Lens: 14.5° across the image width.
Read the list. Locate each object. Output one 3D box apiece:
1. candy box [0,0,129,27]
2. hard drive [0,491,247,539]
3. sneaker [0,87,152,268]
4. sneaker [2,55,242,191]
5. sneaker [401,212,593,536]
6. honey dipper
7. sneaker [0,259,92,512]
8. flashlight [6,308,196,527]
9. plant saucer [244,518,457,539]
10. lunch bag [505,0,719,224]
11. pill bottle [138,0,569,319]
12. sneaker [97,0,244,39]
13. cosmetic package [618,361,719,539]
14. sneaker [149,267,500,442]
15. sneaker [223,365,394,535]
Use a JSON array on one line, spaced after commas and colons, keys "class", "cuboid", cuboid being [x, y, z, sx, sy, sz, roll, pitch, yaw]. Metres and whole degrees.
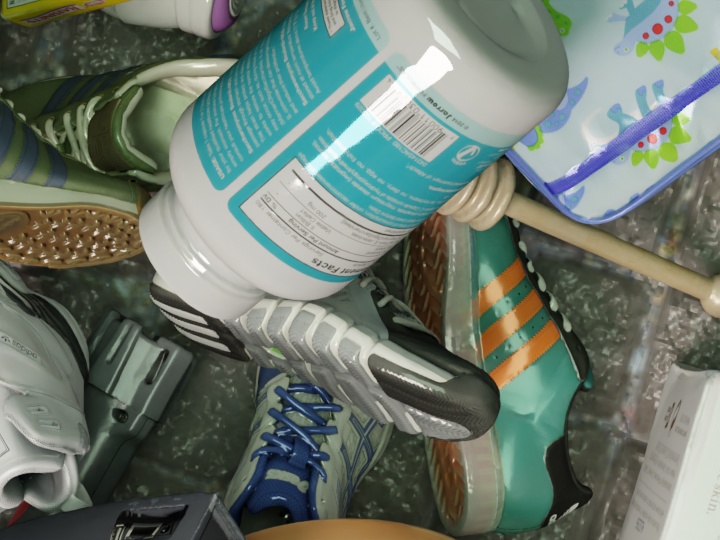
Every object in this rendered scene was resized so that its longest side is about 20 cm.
[{"class": "candy box", "cuboid": [-0.130, -0.225, 1.386, 0.102, 0.026, 0.201, -11, 73, 35]}, {"class": "hard drive", "cuboid": [-0.116, 0.175, 1.308, 0.199, 0.042, 0.135, -16, 114, 38]}, {"class": "sneaker", "cuboid": [-0.170, -0.058, 1.290, 0.067, 0.200, 0.090, -26, 70, 33]}, {"class": "sneaker", "cuboid": [-0.125, -0.068, 1.392, 0.199, 0.090, 0.067, -13, 92, 1]}, {"class": "sneaker", "cuboid": [0.071, 0.031, 1.417, 0.080, 0.071, 0.201, -3, 84, -19]}, {"class": "honey dipper", "cuboid": [0.109, -0.016, 1.392, 0.199, 0.038, 0.038, 24, 90, -26]}, {"class": "sneaker", "cuboid": [-0.192, 0.041, 1.303, 0.075, 0.115, 0.200, -37, 134, 18]}, {"class": "flashlight", "cuboid": [-0.157, 0.116, 1.418, 0.068, 0.068, 0.201, 28, 85, 4]}, {"class": "plant saucer", "cuboid": [-0.013, 0.196, 1.366, 0.199, 0.032, 0.201, -3, 133, -3]}, {"class": "lunch bag", "cuboid": [0.136, -0.129, 1.324, 0.200, 0.083, 0.161, -34, 109, 17]}, {"class": "pill bottle", "cuboid": [-0.010, -0.062, 1.274, 0.200, 0.111, 0.111, -39, 90, 28]}, {"class": "sneaker", "cuboid": [-0.097, -0.218, 1.408, 0.099, 0.075, 0.201, 6, 84, 13]}, {"class": "cosmetic package", "cuboid": [0.228, 0.151, 1.361, 0.199, 0.167, 0.167, 17, 90, -1]}, {"class": "sneaker", "cuboid": [0.000, 0.000, 1.360, 0.199, 0.075, 0.116, 21, 69, 31]}, {"class": "sneaker", "cuboid": [-0.026, 0.095, 1.402, 0.075, 0.088, 0.201, 12, 89, 2]}]
